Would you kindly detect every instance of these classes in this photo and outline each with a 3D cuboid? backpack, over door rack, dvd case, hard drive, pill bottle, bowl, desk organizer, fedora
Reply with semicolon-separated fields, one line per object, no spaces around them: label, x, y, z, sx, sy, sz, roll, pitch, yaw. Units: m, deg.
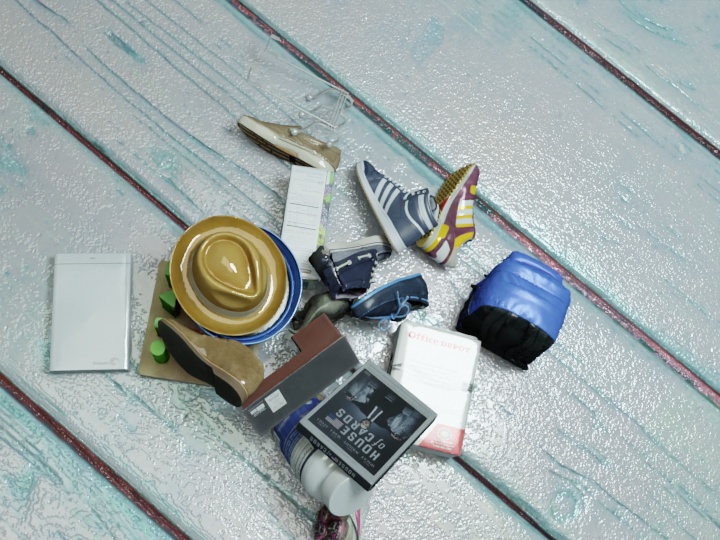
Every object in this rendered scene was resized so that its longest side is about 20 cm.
backpack;0.266;0.055;1.563;0.160;0.200;0.170;23;74;0
over door rack;-0.112;-0.316;1.636;0.199;0.067;0.149;36;35;-15
dvd case;0.013;0.238;1.433;0.150;0.025;0.199;37;41;15
hard drive;-0.459;0.071;1.553;0.129;0.027;0.204;0;76;-7
pill bottle;-0.060;0.291;1.456;0.110;0.112;0.200;-29;43;-13
bowl;-0.196;0.024;1.506;0.197;0.039;0.204;3;78;-12
desk organizer;-0.108;0.165;1.466;0.199;0.072;0.077;-36;41;-8
fedora;-0.206;0.001;1.444;0.197;0.082;0.204;2;78;-12

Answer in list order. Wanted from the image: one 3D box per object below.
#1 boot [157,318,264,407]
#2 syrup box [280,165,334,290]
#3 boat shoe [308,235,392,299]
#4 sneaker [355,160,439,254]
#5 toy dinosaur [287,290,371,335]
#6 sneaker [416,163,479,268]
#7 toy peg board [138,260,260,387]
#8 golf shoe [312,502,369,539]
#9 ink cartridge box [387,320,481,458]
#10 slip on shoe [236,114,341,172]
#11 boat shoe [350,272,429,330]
boot;-0.237;0.131;1.443;0.199;0.074;0.075;35;54;18
syrup box;-0.101;-0.075;1.610;0.080;0.079;0.204;8;75;-6
boat shoe;0.000;0.000;1.568;0.198;0.075;0.094;-10;65;-47
sneaker;0.069;-0.135;1.622;0.107;0.070;0.202;-30;60;9
toy dinosaur;-0.061;0.064;1.553;0.102;0.199;0.078;-38;68;29
sneaker;0.178;-0.100;1.665;0.090;0.075;0.202;38;70;-19
toy peg board;-0.263;0.086;1.538;0.196;0.098;0.204;9;75;-5
golf shoe;-0.024;0.373;1.520;0.092;0.072;0.203;33;56;-40
ink cartridge box;0.114;0.205;1.564;0.144;0.083;0.203;14;74;-3
slip on shoe;-0.127;-0.236;1.650;0.198;0.076;0.061;28;79;-3
boat shoe;0.064;0.054;1.558;0.199;0.084;0.070;-19;82;-47
